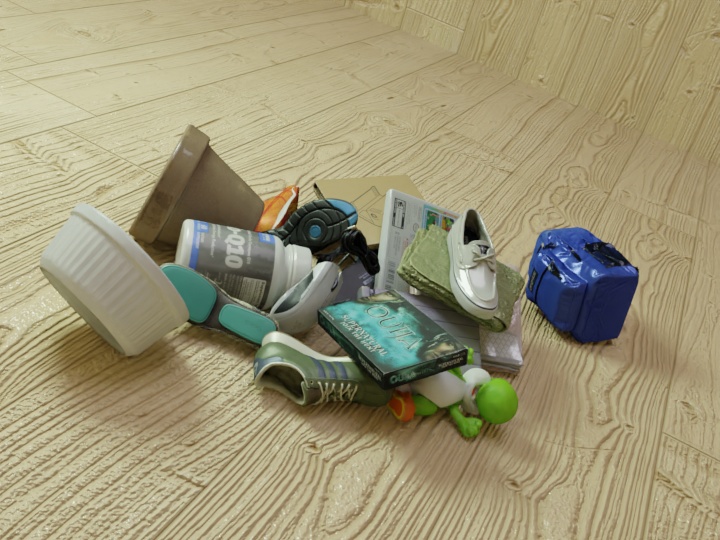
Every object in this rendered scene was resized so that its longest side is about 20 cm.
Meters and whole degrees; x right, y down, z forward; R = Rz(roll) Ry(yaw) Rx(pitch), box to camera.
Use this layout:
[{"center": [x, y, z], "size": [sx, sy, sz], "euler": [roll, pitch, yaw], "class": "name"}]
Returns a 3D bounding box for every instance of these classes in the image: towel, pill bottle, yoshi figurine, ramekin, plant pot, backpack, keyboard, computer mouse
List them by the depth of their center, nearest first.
[{"center": [-0.321, 0.020, 1.121], "size": [0.201, 0.204, 0.094], "euler": [34, 68, 27], "class": "ramekin"}, {"center": [0.143, 0.173, 1.236], "size": [0.196, 0.113, 0.114], "euler": [8, 44, -25], "class": "yoshi figurine"}, {"center": [-0.052, 0.029, 1.305], "size": [0.200, 0.110, 0.044], "euler": [-45, 55, -12], "class": "computer mouse"}, {"center": [-0.179, -0.004, 1.329], "size": [0.195, 0.116, 0.114], "euler": [10, 28, -17], "class": "pill bottle"}, {"center": [0.159, 0.010, 1.382], "size": [0.197, 0.037, 0.149], "euler": [28, 40, 6], "class": "towel"}, {"center": [-0.253, -0.105, 1.415], "size": [0.173, 0.202, 0.201], "euler": [31, 24, -13], "class": "plant pot"}, {"center": [0.173, 0.062, 1.422], "size": [0.195, 0.032, 0.195], "euler": [10, 61, -17], "class": "towel"}, {"center": [0.000, 0.000, 1.456], "size": [0.198, 0.021, 0.127], "euler": [-32, 73, -35], "class": "keyboard"}, {"center": [0.389, 0.011, 1.616], "size": [0.164, 0.165, 0.201], "euler": [1, 32, -24], "class": "backpack"}]

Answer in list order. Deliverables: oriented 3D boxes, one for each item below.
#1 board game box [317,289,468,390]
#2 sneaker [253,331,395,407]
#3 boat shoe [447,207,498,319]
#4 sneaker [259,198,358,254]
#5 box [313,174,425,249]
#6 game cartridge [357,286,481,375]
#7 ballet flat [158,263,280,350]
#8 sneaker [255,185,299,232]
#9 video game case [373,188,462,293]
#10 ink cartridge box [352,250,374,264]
[{"center": [0.041, 0.090, 1.215], "size": [0.133, 0.029, 0.200], "euler": [-13, 29, -25], "class": "board game box"}, {"center": [-0.055, 0.156, 1.180], "size": [0.196, 0.068, 0.090], "euler": [20, 35, 3], "class": "sneaker"}, {"center": [0.178, -0.016, 1.338], "size": [0.070, 0.066, 0.202], "euler": [13, 40, -11], "class": "boat shoe"}, {"center": [-0.090, -0.059, 1.426], "size": [0.082, 0.196, 0.075], "euler": [17, 54, -70], "class": "sneaker"}, {"center": [0.034, -0.103, 1.527], "size": [0.196, 0.022, 0.165], "euler": [-6, 48, -30], "class": "box"}, {"center": [0.089, 0.101, 1.333], "size": [0.195, 0.038, 0.133], "euler": [10, 65, -16], "class": "game cartridge"}, {"center": [-0.206, 0.058, 1.251], "size": [0.197, 0.069, 0.075], "euler": [28, -14, -7], "class": "ballet flat"}, {"center": [-0.156, -0.111, 1.592], "size": [0.075, 0.075, 0.201], "euler": [11, 23, 8], "class": "sneaker"}, {"center": [0.112, -0.016, 1.475], "size": [0.179, 0.024, 0.205], "euler": [18, 68, -23], "class": "video game case"}, {"center": [0.090, -0.029, 1.563], "size": [0.196, 0.067, 0.118], "euler": [16, 49, -6], "class": "ink cartridge box"}]
